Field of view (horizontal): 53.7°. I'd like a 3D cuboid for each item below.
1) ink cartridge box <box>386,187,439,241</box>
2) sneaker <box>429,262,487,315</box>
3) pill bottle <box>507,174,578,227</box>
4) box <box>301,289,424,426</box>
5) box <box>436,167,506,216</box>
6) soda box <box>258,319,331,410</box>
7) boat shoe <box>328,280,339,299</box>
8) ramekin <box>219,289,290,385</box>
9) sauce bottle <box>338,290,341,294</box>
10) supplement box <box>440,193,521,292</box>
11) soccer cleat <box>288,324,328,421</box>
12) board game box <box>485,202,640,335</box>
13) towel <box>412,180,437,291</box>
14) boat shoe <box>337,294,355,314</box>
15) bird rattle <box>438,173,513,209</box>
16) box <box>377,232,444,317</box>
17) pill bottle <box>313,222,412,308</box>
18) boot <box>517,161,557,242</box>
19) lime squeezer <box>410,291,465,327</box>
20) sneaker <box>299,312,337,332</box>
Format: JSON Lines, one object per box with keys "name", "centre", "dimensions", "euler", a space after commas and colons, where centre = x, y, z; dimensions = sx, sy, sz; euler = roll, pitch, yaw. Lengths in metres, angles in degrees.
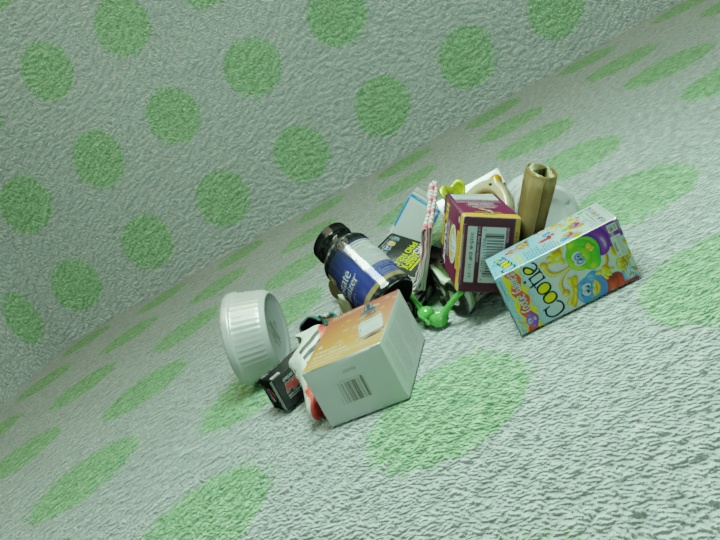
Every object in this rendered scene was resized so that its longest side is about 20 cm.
{"name": "ink cartridge box", "centre": [0.124, -0.104, 1.674], "dimensions": [0.148, 0.083, 0.200], "euler": [-63, -4, 16]}
{"name": "sneaker", "centre": [0.192, 0.025, 1.337], "dimensions": [0.087, 0.079, 0.200], "euler": [-21, 20, -8]}
{"name": "pill bottle", "centre": [0.353, -0.130, 1.418], "dimensions": [0.112, 0.115, 0.200], "euler": [-27, 15, 8]}
{"name": "box", "centre": [0.011, 0.143, 1.198], "dimensions": [0.150, 0.108, 0.201], "euler": [-25, 15, 20]}
{"name": "box", "centre": [0.259, -0.147, 1.617], "dimensions": [0.153, 0.042, 0.200], "euler": [-28, -19, 6]}
{"name": "soda box", "centre": [-0.095, 0.178, 1.361], "dimensions": [0.199, 0.072, 0.063], "euler": [-38, 16, -29]}
{"name": "boat shoe", "centre": [0.005, 0.024, 1.707], "dimensions": [0.197, 0.076, 0.066], "euler": [-13, 8, 44]}
{"name": "ramekin", "centre": [-0.219, 0.136, 1.525], "dimensions": [0.092, 0.207, 0.203], "euler": [-15, 16, 8]}
{"name": "sauce bottle", "centre": [0.023, 0.042, 1.601], "dimensions": [0.064, 0.066, 0.198], "euler": [-39, 18, -34]}
{"name": "supplement box", "centre": [0.206, -0.054, 1.253], "dimensions": [0.100, 0.135, 0.200], "euler": [2, 16, -2]}
{"name": "soccer cleat", "centre": [-0.089, 0.181, 1.257], "dimensions": [0.083, 0.069, 0.203], "euler": [-13, 43, 15]}
{"name": "board game box", "centre": [0.308, -0.003, 1.102], "dimensions": [0.197, 0.105, 0.105], "euler": [-27, 14, 10]}
{"name": "towel", "centre": [0.130, -0.072, 1.420], "dimensions": [0.029, 0.149, 0.202], "euler": [8, 34, 5]}
{"name": "boat shoe", "centre": [-0.003, 0.092, 1.483], "dimensions": [0.066, 0.074, 0.200], "euler": [-6, 18, -8]}
{"name": "bird rattle", "centre": [0.233, -0.102, 1.416], "dimensions": [0.162, 0.111, 0.204], "euler": [-37, 44, 37]}
{"name": "box", "centre": [0.087, 0.005, 1.479], "dimensions": [0.157, 0.045, 0.200], "euler": [18, 39, 24]}
{"name": "pill bottle", "centre": [0.000, 0.000, 1.362], "dimensions": [0.111, 0.113, 0.200], "euler": [-34, 57, -20]}
{"name": "boot", "centre": [0.291, -0.086, 1.228], "dimensions": [0.064, 0.205, 0.176], "euler": [2, 22, -3]}
{"name": "lime squeezer", "centre": [0.128, 0.067, 1.296], "dimensions": [0.037, 0.073, 0.199], "euler": [-14, 6, -25]}
{"name": "sneaker", "centre": [-0.085, 0.121, 1.511], "dimensions": [0.070, 0.081, 0.201], "euler": [-26, 15, 12]}
